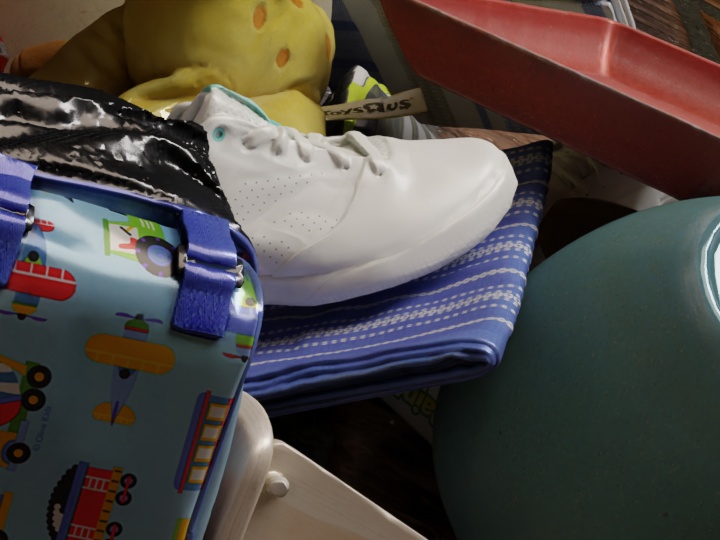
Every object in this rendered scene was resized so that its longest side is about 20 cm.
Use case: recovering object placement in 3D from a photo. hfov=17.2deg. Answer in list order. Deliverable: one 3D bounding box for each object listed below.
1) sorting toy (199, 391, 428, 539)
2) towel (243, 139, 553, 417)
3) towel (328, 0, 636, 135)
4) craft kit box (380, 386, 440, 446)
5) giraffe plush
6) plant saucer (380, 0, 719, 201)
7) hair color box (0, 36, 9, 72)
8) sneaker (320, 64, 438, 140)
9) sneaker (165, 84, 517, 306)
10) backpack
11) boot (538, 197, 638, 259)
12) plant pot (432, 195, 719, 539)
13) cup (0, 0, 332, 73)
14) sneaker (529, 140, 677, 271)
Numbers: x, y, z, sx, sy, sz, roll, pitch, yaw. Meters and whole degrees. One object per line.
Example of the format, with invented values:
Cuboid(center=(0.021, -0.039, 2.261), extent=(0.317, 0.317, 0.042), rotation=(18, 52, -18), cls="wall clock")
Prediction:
Cuboid(center=(-0.012, 0.111, 0.736), extent=(0.200, 0.107, 0.180), rotation=(36, 1, -26), cls="sorting toy")
Cuboid(center=(0.000, 0.000, 0.966), extent=(0.144, 0.024, 0.200), rotation=(-11, 24, 16), cls="towel")
Cuboid(center=(0.060, -0.122, 1.290), extent=(0.199, 0.024, 0.147), rotation=(6, -29, 24), cls="towel")
Cuboid(center=(0.081, 0.046, 1.101), extent=(0.197, 0.049, 0.200), rotation=(0, 34, -49), cls="craft kit box")
Cuboid(center=(-0.070, -0.120, 1.017), extent=(0.199, 0.163, 0.173), rotation=(-19, 37, -19), cls="giraffe plush")
Cuboid(center=(0.130, -0.071, 1.055), extent=(0.199, 0.037, 0.199), rotation=(28, 17, 35), cls="plant saucer")
Cuboid(center=(-0.237, -0.130, 1.070), extent=(0.110, 0.064, 0.200), rotation=(16, 22, -30), cls="hair color box")
Cuboid(center=(0.013, -0.050, 1.177), extent=(0.081, 0.074, 0.200), rotation=(37, 11, 6), cls="sneaker")
Cuboid(center=(-0.035, -0.035, 0.931), extent=(0.199, 0.089, 0.075), rotation=(-15, 21, -12), cls="sneaker")
Cuboid(center=(-0.144, 0.026, 0.631), extent=(0.199, 0.183, 0.135), rotation=(17, 16, -21), cls="backpack")
Cuboid(center=(0.185, 0.028, 1.126), extent=(0.200, 0.070, 0.146), rotation=(42, 22, 12), cls="boot")
Cuboid(center=(0.143, 0.049, 0.918), extent=(0.199, 0.135, 0.201), rotation=(12, 51, -14), cls="plant pot")
Cuboid(center=(-0.092, -0.150, 1.200), extent=(0.199, 0.144, 0.200), rotation=(25, 19, -9), cls="cup")
Cuboid(center=(0.107, -0.050, 1.165), extent=(0.075, 0.100, 0.200), rotation=(40, 24, 25), cls="sneaker")
